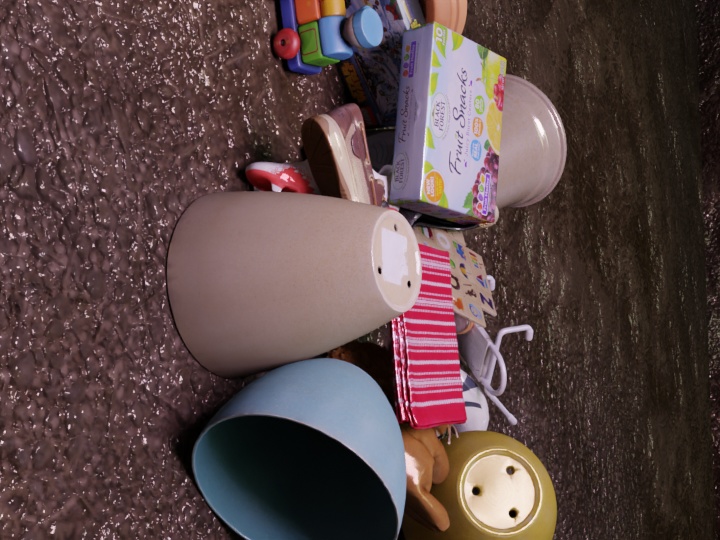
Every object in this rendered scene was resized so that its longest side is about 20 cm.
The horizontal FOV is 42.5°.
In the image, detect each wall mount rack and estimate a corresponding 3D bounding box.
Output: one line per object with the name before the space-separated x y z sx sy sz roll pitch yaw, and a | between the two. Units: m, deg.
wall mount rack | 0.172 0.113 1.276 0.201 0.074 0.175 -121 -149 -49

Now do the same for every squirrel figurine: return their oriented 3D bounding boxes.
squirrel figurine | 0.039 0.162 1.048 0.201 0.141 0.187 58 45 -23

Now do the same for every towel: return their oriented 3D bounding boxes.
towel | 0.073 0.068 1.001 0.144 0.022 0.203 13 69 -58

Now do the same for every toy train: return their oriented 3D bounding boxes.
toy train | -0.041 -0.335 1.054 0.084 0.115 0.203 -5 88 -59

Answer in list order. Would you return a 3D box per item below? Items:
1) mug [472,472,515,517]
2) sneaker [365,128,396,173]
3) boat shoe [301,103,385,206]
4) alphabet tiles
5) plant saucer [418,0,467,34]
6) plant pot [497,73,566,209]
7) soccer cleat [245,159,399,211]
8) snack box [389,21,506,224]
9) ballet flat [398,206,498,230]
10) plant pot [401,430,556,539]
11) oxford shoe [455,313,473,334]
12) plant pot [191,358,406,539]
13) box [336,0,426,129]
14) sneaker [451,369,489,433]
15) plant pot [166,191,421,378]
mug | 0.160 0.370 1.227 0.198 0.147 0.178 -6 82 -28
sneaker | 0.005 -0.131 1.143 0.200 0.070 0.081 -23 110 -51
boat shoe | -0.001 -0.076 0.967 0.072 0.072 0.202 -31 117 -29
alphabet tiles | 0.097 -0.017 1.158 0.199 0.006 0.168 28 38 -37
plant saucer | 0.038 -0.337 1.118 0.037 0.199 0.202 -39 118 -35
plant pot | 0.158 -0.153 1.298 0.183 0.199 0.202 -33 112 -43
soccer cleat | -0.037 -0.103 1.019 0.198 0.068 0.086 13 81 -34
snack box | 0.104 -0.165 1.073 0.141 0.053 0.203 11 81 -44
ballet flat | 0.105 -0.067 1.151 0.199 0.066 0.057 2 52 -45
plant pot | 0.154 0.278 1.117 0.142 0.198 0.202 102 -3 -65
oxford shoe | 0.079 0.004 1.210 0.201 0.071 0.073 58 36 -5
plant pot | -0.041 0.162 0.874 0.201 0.198 0.135 64 32 -27
box | 0.024 -0.273 1.125 0.040 0.136 0.202 -41 119 -36
sneaker | 0.094 0.169 1.203 0.130 0.079 0.201 -50 125 -49
plant pot | -0.049 0.003 0.888 0.187 0.198 0.190 19 68 -55
